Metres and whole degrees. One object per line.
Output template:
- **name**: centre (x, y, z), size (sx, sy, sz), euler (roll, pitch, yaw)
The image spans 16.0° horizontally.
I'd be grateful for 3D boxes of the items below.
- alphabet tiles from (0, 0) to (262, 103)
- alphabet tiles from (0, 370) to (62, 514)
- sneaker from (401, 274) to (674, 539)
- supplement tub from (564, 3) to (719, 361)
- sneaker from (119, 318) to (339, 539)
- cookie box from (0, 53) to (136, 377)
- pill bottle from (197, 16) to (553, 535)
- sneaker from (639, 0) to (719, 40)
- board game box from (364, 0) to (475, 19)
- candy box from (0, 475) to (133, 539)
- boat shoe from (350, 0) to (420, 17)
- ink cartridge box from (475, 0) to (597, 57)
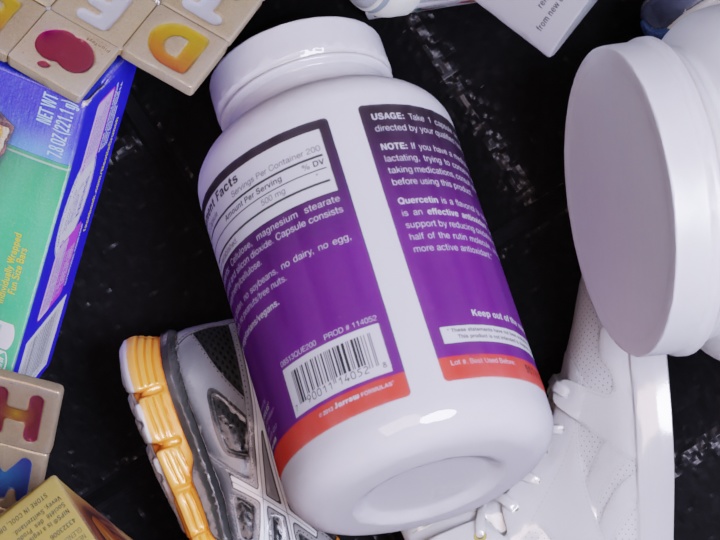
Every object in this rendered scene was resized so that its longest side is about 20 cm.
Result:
- **alphabet tiles**: centre (-0.112, -0.152, 1.058), size (0.166, 0.006, 0.200), euler (30, 48, 3)
- **alphabet tiles**: centre (-0.217, 0.082, 1.074), size (0.166, 0.006, 0.200), euler (15, 123, -1)
- **sneaker**: centre (0.073, 0.090, 1.082), size (0.115, 0.074, 0.200), euler (0, 92, 1)
- **supplement tub**: centre (0.195, -0.039, 1.014), size (0.200, 0.145, 0.146), euler (-7, 90, -14)
- **sneaker**: centre (-0.036, 0.112, 1.091), size (0.077, 0.078, 0.200), euler (-21, 92, -9)
- **cookie box**: centre (-0.214, -0.048, 1.070), size (0.200, 0.075, 0.171), euler (22, 118, 5)
- **pill bottle**: centre (0.000, 0.000, 1.049), size (0.112, 0.112, 0.200), euler (-19, 66, 4)
- **sneaker**: centre (0.197, -0.160, 1.080), size (0.200, 0.077, 0.085), euler (-31, 78, -4)
- **board game box**: centre (0.050, -0.217, 1.100), size (0.126, 0.035, 0.200), euler (-8, 90, 3)
- **candy box**: centre (-0.073, 0.186, 1.031), size (0.056, 0.117, 0.200), euler (-38, 61, 0)
- **boat shoe**: centre (-0.036, -0.188, 1.060), size (0.071, 0.070, 0.201), euler (-9, 64, -31)
- **ink cartridge box**: centre (0.043, -0.204, 1.009), size (0.200, 0.084, 0.146), euler (38, 51, 3)
